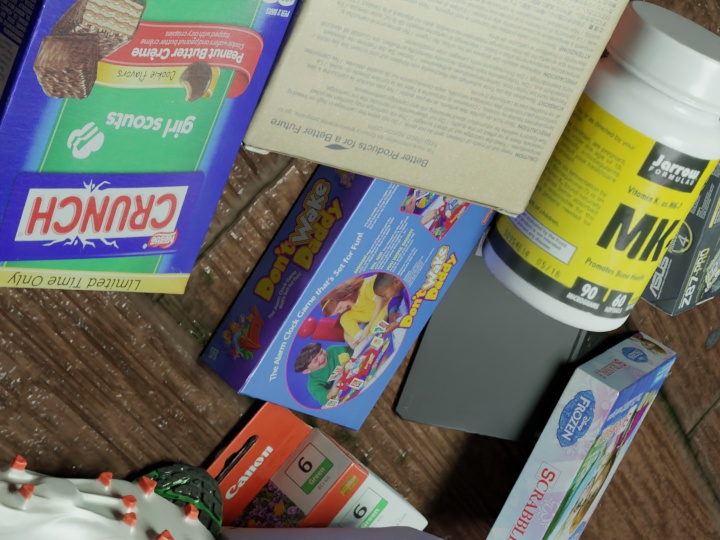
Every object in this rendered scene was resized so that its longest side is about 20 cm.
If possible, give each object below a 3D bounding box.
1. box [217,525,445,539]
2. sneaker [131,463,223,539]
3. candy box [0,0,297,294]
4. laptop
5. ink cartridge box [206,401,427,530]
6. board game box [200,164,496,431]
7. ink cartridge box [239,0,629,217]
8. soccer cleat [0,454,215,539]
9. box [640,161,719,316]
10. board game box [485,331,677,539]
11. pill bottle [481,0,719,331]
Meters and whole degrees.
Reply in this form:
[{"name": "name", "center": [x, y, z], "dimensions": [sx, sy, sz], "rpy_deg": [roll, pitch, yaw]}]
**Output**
[{"name": "box", "center": [-0.024, 0.274, 1.241], "dimensions": [0.151, 0.106, 0.202], "rpy_deg": [2, 89, -17]}, {"name": "sneaker", "center": [-0.160, 0.214, 1.241], "dimensions": [0.201, 0.078, 0.085], "rpy_deg": [-56, 180, -5]}, {"name": "candy box", "center": [-0.141, -0.091, 0.992], "dimensions": [0.168, 0.077, 0.201], "rpy_deg": [1, 120, -48]}, {"name": "laptop", "center": [0.130, 0.028, 1.427], "dimensions": [0.200, 0.103, 0.178], "rpy_deg": [-35, 148, -63]}, {"name": "ink cartridge box", "center": [-0.039, 0.175, 1.336], "dimensions": [0.109, 0.050, 0.200], "rpy_deg": [-49, 144, -3]}, {"name": "board game box", "center": [0.000, 0.000, 1.239], "dimensions": [0.134, 0.045, 0.201], "rpy_deg": [24, 101, -52]}, {"name": "ink cartridge box", "center": [0.036, -0.136, 1.085], "dimensions": [0.199, 0.075, 0.165], "rpy_deg": [13, 116, -32]}, {"name": "soccer cleat", "center": [-0.179, 0.164, 1.156], "dimensions": [0.199, 0.069, 0.078], "rpy_deg": [20, 118, -32]}, {"name": "box", "center": [0.300, -0.075, 1.473], "dimensions": [0.161, 0.049, 0.201], "rpy_deg": [-22, 135, -47]}, {"name": "board game box", "center": [0.168, 0.156, 1.488], "dimensions": [0.201, 0.041, 0.200], "rpy_deg": [-64, 163, 16]}, {"name": "pill bottle", "center": [0.173, -0.070, 1.257], "dimensions": [0.114, 0.114, 0.201], "rpy_deg": [2, 122, -47]}]
